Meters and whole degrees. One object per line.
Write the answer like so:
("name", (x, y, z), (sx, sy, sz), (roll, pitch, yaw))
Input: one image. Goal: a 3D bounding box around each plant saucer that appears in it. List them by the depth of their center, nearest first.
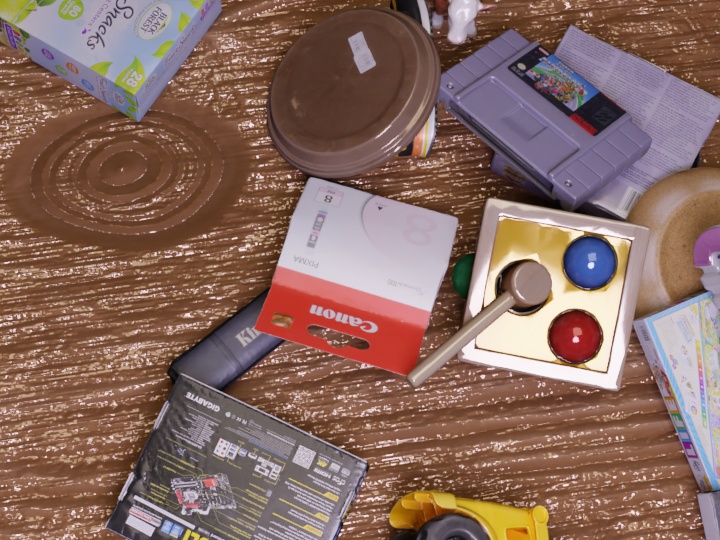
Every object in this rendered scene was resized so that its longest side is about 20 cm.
("plant saucer", (0.359, -0.007, 1.380), (0.199, 0.035, 0.201), (1, 84, -11))
("plant saucer", (-0.013, -0.191, 1.417), (0.199, 0.029, 0.201), (-11, 62, 22))

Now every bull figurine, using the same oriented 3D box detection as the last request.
("bull figurine", (0.095, -0.320, 1.471), (0.065, 0.122, 0.201), (-9, 69, -7))

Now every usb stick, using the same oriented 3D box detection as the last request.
("usb stick", (-0.101, 0.057, 1.356), (0.200, 0.033, 0.055), (-38, 75, -17))

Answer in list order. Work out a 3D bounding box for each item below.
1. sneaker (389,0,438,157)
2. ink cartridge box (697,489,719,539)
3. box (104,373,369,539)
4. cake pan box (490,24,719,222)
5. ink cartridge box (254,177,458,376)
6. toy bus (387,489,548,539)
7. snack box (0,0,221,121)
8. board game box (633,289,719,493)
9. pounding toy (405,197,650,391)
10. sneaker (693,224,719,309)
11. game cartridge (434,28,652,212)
("sneaker", (0.030, -0.215, 1.453), (0.090, 0.070, 0.201), (-1, 70, -8))
("ink cartridge box", (0.384, 0.298, 1.271), (0.099, 0.039, 0.201), (-9, 81, -9))
("box", (-0.112, 0.209, 1.272), (0.199, 0.049, 0.160), (24, 83, 6))
("cake pan box", (0.265, -0.141, 1.452), (0.199, 0.052, 0.185), (27, 71, 7))
("ink cartridge box", (0.000, 0.000, 1.335), (0.162, 0.057, 0.200), (16, 36, 2))
("toy bus", (0.120, 0.306, 1.233), (0.191, 0.136, 0.201), (6, 69, -19))
("snack box", (-0.274, -0.281, 1.461), (0.199, 0.068, 0.169), (30, 69, 6))
("board game box", (0.365, 0.116, 1.333), (0.134, 0.034, 0.201), (-21, 88, -11))
("pounding toy", (0.158, 0.031, 1.303), (0.199, 0.142, 0.185), (11, 92, 3))
("sneaker", (0.385, 0.048, 1.292), (0.088, 0.080, 0.201), (-13, 90, -30))
("game cartridge", (0.184, -0.159, 1.393), (0.129, 0.038, 0.200), (-38, 67, -23))
